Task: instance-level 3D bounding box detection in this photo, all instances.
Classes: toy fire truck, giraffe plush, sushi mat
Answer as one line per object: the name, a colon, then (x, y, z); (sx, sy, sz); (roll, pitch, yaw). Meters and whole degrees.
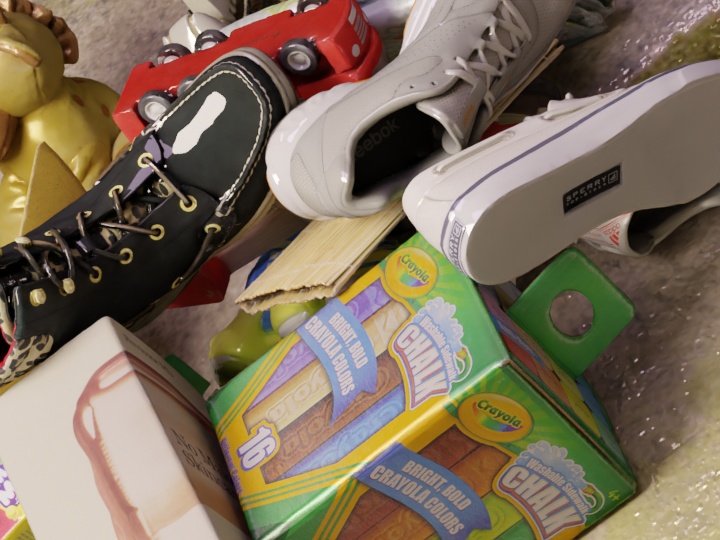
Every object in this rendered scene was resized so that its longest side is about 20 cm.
toy fire truck: (-0.058, -0.062, 1.463); (0.200, 0.141, 0.049); (-17, 36, 27)
giraffe plush: (-0.203, -0.092, 1.686); (0.172, 0.162, 0.200); (-11, 50, 38)
sushi mat: (0.021, -0.051, 1.411); (0.200, 0.012, 0.096); (-47, 18, -26)

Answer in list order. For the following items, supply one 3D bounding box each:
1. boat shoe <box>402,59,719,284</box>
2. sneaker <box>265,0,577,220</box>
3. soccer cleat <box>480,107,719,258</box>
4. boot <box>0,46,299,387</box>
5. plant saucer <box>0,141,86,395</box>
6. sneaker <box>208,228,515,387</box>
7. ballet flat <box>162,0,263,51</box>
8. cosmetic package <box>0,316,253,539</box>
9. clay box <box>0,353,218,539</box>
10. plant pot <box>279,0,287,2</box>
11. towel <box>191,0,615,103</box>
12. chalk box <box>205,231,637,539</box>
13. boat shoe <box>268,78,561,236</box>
boat shoe: (0.108, -0.059, 1.313); (0.200, 0.071, 0.070); (-28, 43, -25)
sneaker: (0.049, -0.092, 1.339); (0.200, 0.076, 0.092); (-45, 25, -9)
soccer cleat: (0.116, -0.041, 1.404); (0.200, 0.069, 0.085); (-13, 54, 22)
boot: (-0.125, -0.019, 1.367); (0.204, 0.073, 0.154); (-50, -13, 34)
plant saucer: (-0.187, 0.063, 1.555); (0.200, 0.048, 0.200); (109, 170, -49)
sneaker: (0.000, 0.000, 1.478); (0.200, 0.076, 0.105); (-20, 44, 32)
ballet flat: (-0.093, -0.156, 1.712); (0.068, 0.075, 0.200); (-25, 42, 24)
cosmetic package: (-0.097, 0.132, 1.318); (0.087, 0.103, 0.200); (-38, 49, 7)
clay box: (-0.154, 0.129, 1.469); (0.200, 0.115, 0.048); (-48, 54, -3)
plant pot: (-0.012, -0.254, 1.624); (0.200, 0.198, 0.200); (-27, 40, 25)
towel: (0.023, -0.134, 1.508); (0.200, 0.171, 0.048); (-21, 76, 30)
chalk box: (0.046, 0.071, 1.326); (0.200, 0.124, 0.124); (-38, 37, 12)
boat shoe: (0.025, -0.067, 1.525); (0.201, 0.072, 0.066); (-8, 42, 31)
